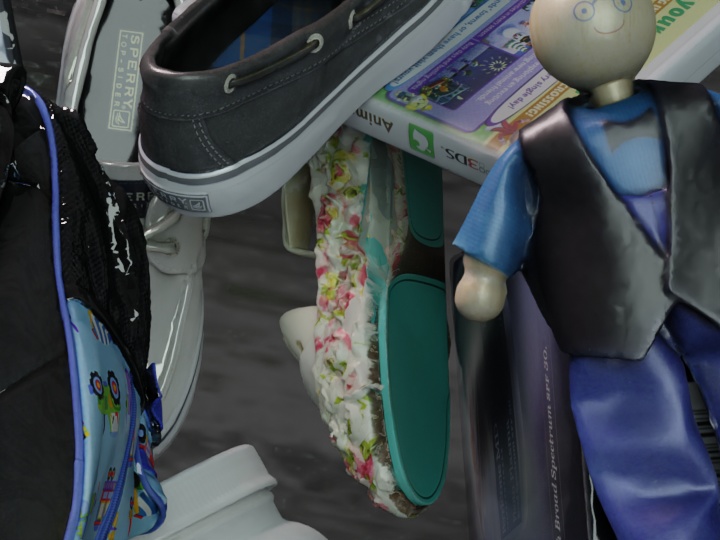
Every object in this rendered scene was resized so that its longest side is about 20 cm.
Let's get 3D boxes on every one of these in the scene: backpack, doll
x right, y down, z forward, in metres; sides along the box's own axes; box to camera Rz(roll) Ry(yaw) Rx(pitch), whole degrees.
[{"bbox_3d":[-0.147,0.061,0.750,0.182,0.135,0.201,-18,57,8],"label":"backpack"},{"bbox_3d":[0.098,0.001,0.736,0.136,0.048,0.201,-18,82,0],"label":"doll"}]

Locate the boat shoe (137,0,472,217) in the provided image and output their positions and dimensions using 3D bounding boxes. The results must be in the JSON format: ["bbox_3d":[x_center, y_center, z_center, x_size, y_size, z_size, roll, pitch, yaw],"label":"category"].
[{"bbox_3d":[-0.017,-0.102,0.844,0.070,0.066,0.200,20,48,28],"label":"boat shoe"}]

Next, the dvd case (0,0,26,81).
[{"bbox_3d":[-0.239,-0.110,0.941,0.199,0.018,0.143,-10,79,-12],"label":"dvd case"}]

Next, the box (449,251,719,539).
[{"bbox_3d":[0.110,0.081,0.857,0.123,0.198,0.201,-3,85,-8],"label":"box"}]

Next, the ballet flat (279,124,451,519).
[{"bbox_3d":[0.000,0.000,0.940,0.064,0.076,0.201,-9,71,28],"label":"ballet flat"}]

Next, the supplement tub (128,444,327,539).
[{"bbox_3d":[-0.044,0.178,0.849,0.140,0.140,0.200,-27,84,-14],"label":"supplement tub"}]

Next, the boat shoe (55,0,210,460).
[{"bbox_3d":[-0.088,-0.026,0.923,0.072,0.066,0.201,7,77,-8],"label":"boat shoe"}]

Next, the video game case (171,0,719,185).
[{"bbox_3d":[0.060,-0.112,0.912,0.182,0.022,0.200,26,51,33],"label":"video game case"}]
